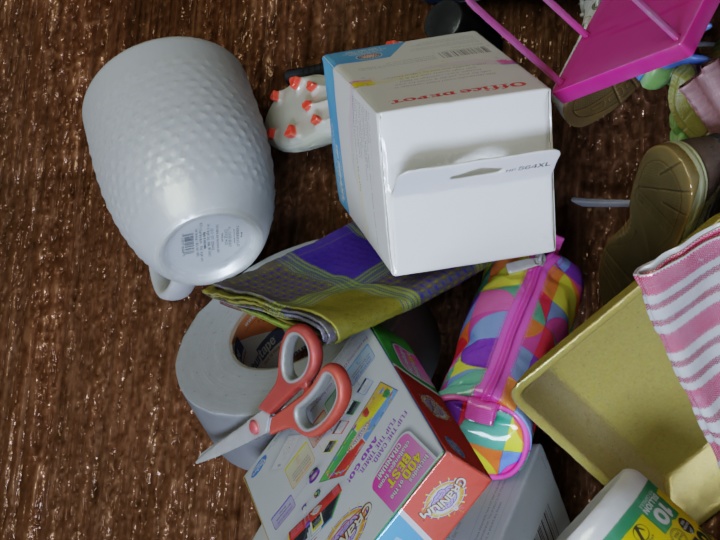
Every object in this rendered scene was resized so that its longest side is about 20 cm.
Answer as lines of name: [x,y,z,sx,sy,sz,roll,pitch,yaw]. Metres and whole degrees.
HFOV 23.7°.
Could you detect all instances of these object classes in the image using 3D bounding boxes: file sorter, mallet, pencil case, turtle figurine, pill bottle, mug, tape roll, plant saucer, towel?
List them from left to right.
mug: [-0.150,-0.064,1.435,0.200,0.147,0.176,111,149,-44]
tape roll: [-0.041,0.062,1.329,0.200,0.066,0.201,-18,35,14]
towel: [0.000,0.000,1.262,0.143,0.200,0.023,16,121,46]
mallet: [0.015,-0.183,1.427,0.200,0.066,0.041,-7,70,28]
pencil case: [0.105,0.060,1.239,0.088,0.089,0.200,-9,34,26]
file sorter: [0.181,-0.244,1.194,0.139,0.125,0.200,-16,39,58]
pill bottle: [0.217,0.237,1.141,0.200,0.113,0.113,42,98,8]
plant saucer: [0.230,0.067,1.184,0.200,0.200,0.048,-40,30,13]
turtle figurine: [0.285,-0.103,1.251,0.194,0.200,0.144,31,62,10]
towel: [0.277,0.043,1.135,0.146,0.200,0.030,-26,32,5]

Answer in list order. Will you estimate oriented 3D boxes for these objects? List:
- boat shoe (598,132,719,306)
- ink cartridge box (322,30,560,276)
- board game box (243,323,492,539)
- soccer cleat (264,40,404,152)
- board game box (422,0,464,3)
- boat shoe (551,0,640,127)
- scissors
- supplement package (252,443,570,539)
boat shoe: [0.222,-0.020,1.217,0.065,0.200,0.073,-19,61,-20]
ink cartridge box: [0.059,-0.086,1.262,0.128,0.126,0.200,-10,23,-10]
board game box: [-0.002,0.139,1.146,0.153,0.040,0.200,-52,26,11]
soccer cleat: [-0.002,-0.135,1.426,0.200,0.077,0.069,-17,61,45]
board game box: [0.134,-0.319,1.379,0.200,0.043,0.200,6,79,50]
boat shoe: [0.203,-0.203,1.330,0.069,0.071,0.200,34,84,32]
scissors: [-0.065,0.112,1.210,0.073,0.014,0.200,58,135,21]
supplement package: [0.040,0.206,1.246,0.200,0.118,0.117,-4,35,28]
